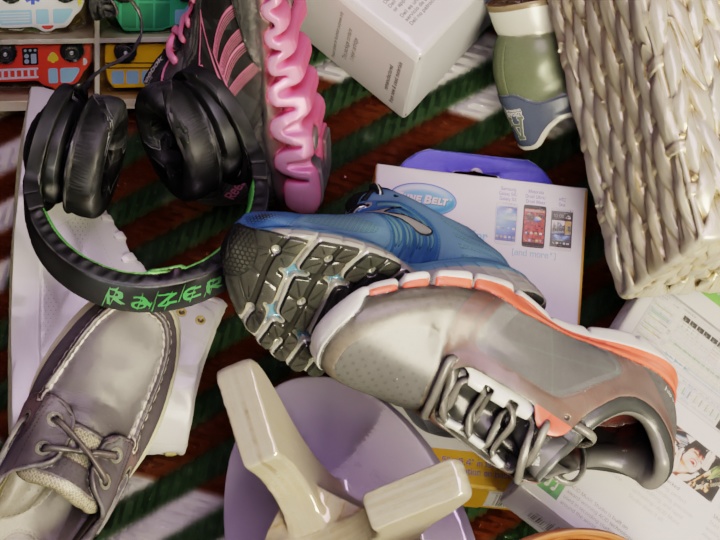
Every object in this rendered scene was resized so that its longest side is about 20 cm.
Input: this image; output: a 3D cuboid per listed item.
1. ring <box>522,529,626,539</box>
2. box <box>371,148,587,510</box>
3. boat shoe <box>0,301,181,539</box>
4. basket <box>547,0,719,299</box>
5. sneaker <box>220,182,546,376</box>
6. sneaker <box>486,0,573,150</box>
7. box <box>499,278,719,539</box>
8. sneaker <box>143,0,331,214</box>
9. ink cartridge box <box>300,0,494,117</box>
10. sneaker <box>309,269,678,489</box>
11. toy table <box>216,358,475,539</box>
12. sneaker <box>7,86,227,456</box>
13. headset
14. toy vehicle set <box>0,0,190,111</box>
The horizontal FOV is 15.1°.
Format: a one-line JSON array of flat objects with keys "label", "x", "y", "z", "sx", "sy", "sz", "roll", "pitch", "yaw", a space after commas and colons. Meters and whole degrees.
[{"label": "ring", "x": 0.088, "y": 0.223, "z": 1.315, "sx": 0.200, "sy": 0.201, "sz": 0.019, "roll": -45, "pitch": 36, "yaw": -19}, {"label": "box", "x": 0.058, "y": 0.025, "z": 1.458, "sx": 0.118, "sy": 0.042, "sz": 0.202, "roll": 6, "pitch": 71, "yaw": -4}, {"label": "boat shoe", "x": -0.148, "y": 0.102, "z": 1.357, "sx": 0.072, "sy": 0.065, "sz": 0.201, "roll": 31, "pitch": 94, "yaw": -13}, {"label": "basket", "x": 0.185, "y": -0.092, "z": 1.396, "sx": 0.122, "sy": 0.136, "sz": 0.202, "roll": -10, "pitch": 78, "yaw": -18}, {"label": "sneaker", "x": 0.000, "y": 0.000, "z": 1.373, "sx": 0.199, "sy": 0.079, "sz": 0.090, "roll": 12, "pitch": 34, "yaw": -46}, {"label": "sneaker", "x": 0.162, "y": -0.112, "z": 1.514, "sx": 0.199, "sy": 0.067, "sz": 0.091, "roll": -6, "pitch": 98, "yaw": -23}, {"label": "box", "x": 0.182, "y": 0.084, "z": 1.428, "sx": 0.144, "sy": 0.036, "sz": 0.200, "roll": 37, "pitch": 65, "yaw": -3}, {"label": "sneaker", "x": -0.073, "y": -0.120, "z": 1.440, "sx": 0.095, "sy": 0.079, "sz": 0.202, "roll": -4, "pitch": 113, "yaw": 11}, {"label": "ink cartridge box", "x": -0.003, "y": -0.210, "z": 1.516, "sx": 0.200, "sy": 0.084, "sz": 0.145, "roll": 39, "pitch": 70, "yaw": 9}, {"label": "sneaker", "x": 0.073, "y": 0.060, "z": 1.320, "sx": 0.198, "sy": 0.077, "sz": 0.082, "roll": 11, "pitch": 43, "yaw": -19}, {"label": "toy table", "x": -0.016, "y": 0.142, "z": 1.340, "sx": 0.183, "sy": 0.117, "sz": 0.201, "roll": -34, "pitch": 72, "yaw": 10}, {"label": "sneaker", "x": -0.128, "y": 0.003, "z": 1.434, "sx": 0.115, "sy": 0.074, "sz": 0.202, "roll": 0, "pitch": 79, "yaw": -7}, {"label": "headset", "x": -0.114, "y": -0.075, "z": 1.370, "sx": 0.122, "sy": 0.094, "sz": 0.201, "roll": -8, "pitch": 54, "yaw": -11}, {"label": "toy vehicle set", "x": -0.174, "y": -0.149, "z": 1.463, "sx": 0.198, "sy": 0.125, "sz": 0.027, "roll": -1, "pitch": 26, "yaw": -6}]
